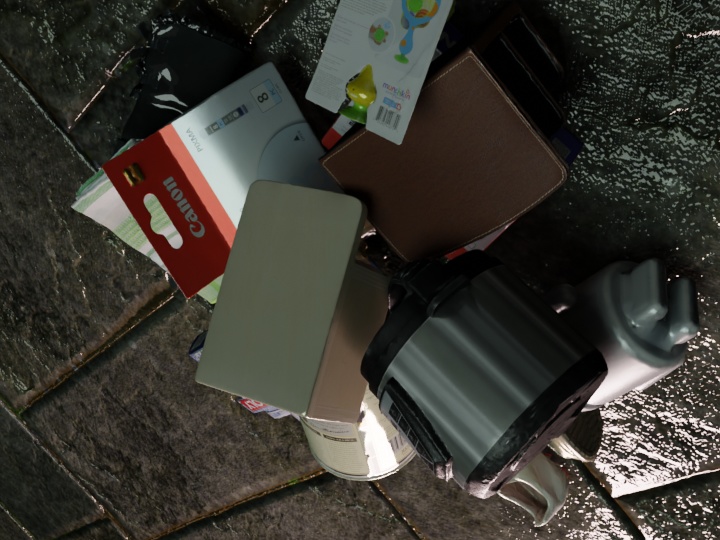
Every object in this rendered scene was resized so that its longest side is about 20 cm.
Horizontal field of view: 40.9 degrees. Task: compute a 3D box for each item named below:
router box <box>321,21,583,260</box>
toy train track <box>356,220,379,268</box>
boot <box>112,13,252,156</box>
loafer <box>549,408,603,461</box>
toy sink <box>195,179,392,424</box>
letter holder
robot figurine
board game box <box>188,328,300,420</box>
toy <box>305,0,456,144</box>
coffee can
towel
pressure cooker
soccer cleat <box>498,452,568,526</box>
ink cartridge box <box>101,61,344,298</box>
[{"bbox_3d":[0.084,-0.124,0.947,0.200,0.049,0.180,42,136,0],"label":"router box"},{"bbox_3d":[0.000,0.000,1.078,0.114,0.033,0.200,-31,114,21],"label":"toy train track"},{"bbox_3d":[-0.157,-0.170,1.026,0.197,0.073,0.163,19,94,-5],"label":"boot"},{"bbox_3d":[0.188,0.131,1.056,0.200,0.076,0.068,49,145,-11],"label":"loafer"},{"bbox_3d":[-0.051,0.030,0.920,0.130,0.112,0.201,12,85,29],"label":"toy sink"},{"bbox_3d":[0.089,-0.110,0.850,0.142,0.101,0.200,49,135,-10],"label":"letter holder"},{"bbox_3d":[0.236,0.067,0.944,0.169,0.113,0.200,31,138,-18],"label":"robot figurine"},{"bbox_3d":[-0.105,0.138,1.239,0.200,0.062,0.200,40,144,-15],"label":"board game box"},{"bbox_3d":[0.037,-0.212,0.779,0.115,0.047,0.201,32,105,36],"label":"toy"},{"bbox_3d":[-0.009,0.120,1.075,0.146,0.147,0.201,15,143,24],"label":"coffee can"},{"bbox_3d":[-0.199,-0.045,1.038,0.200,0.031,0.149,39,139,-22],"label":"towel"},{"bbox_3d":[0.098,0.081,0.876,0.200,0.178,0.176,45,121,19],"label":"pressure cooker"},{"bbox_3d":[0.162,0.211,1.129,0.200,0.078,0.069,43,136,-1],"label":"soccer cleat"},{"bbox_3d":[-0.130,-0.092,0.970,0.161,0.200,0.047,59,156,-13],"label":"ink cartridge box"}]
